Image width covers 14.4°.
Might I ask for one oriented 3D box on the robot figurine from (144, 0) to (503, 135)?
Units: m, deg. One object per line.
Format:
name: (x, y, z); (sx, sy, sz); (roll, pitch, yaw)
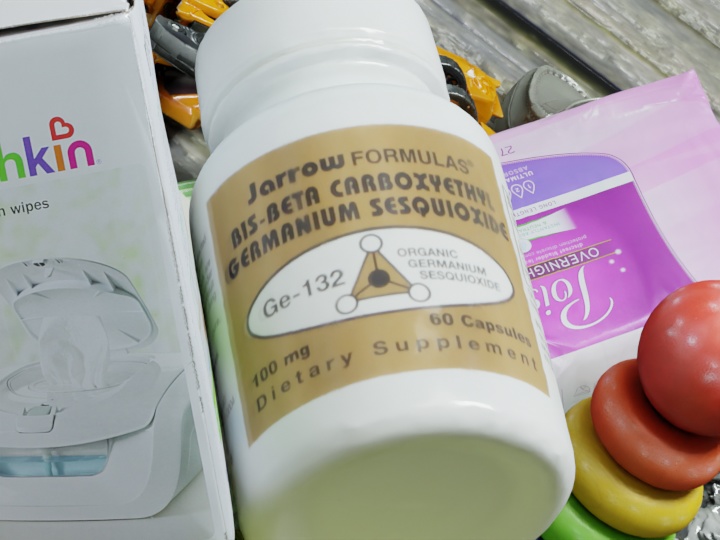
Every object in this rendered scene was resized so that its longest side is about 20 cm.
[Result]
robot figurine: (-0.022, -0.083, 1.247); (0.199, 0.058, 0.145); (22, 26, -21)

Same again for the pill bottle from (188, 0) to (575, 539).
pill bottle: (0.000, 0.000, 0.988); (0.114, 0.114, 0.201); (12, 49, -31)

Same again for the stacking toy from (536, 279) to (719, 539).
stacking toy: (0.090, 0.079, 1.031); (0.085, 0.200, 0.086); (24, 35, -18)

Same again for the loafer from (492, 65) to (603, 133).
loafer: (0.106, -0.048, 1.300); (0.070, 0.070, 0.200); (25, 23, -19)

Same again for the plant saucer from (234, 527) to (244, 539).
plant saucer: (0.017, 0.163, 0.938); (0.199, 0.048, 0.200); (35, -1, -1)

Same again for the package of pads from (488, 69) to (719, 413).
package of pads: (0.068, 0.009, 1.098); (0.199, 0.076, 0.121); (-19, 54, -14)

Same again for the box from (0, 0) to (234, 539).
box: (-0.104, -0.020, 0.936); (0.096, 0.177, 0.200); (-11, 21, -3)

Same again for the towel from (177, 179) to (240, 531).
towel: (-0.049, 0.027, 1.134); (0.153, 0.023, 0.200); (48, 37, 18)

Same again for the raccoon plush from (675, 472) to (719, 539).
raccoon plush: (0.151, 0.106, 1.193); (0.096, 0.135, 0.200); (22, 1, 1)
